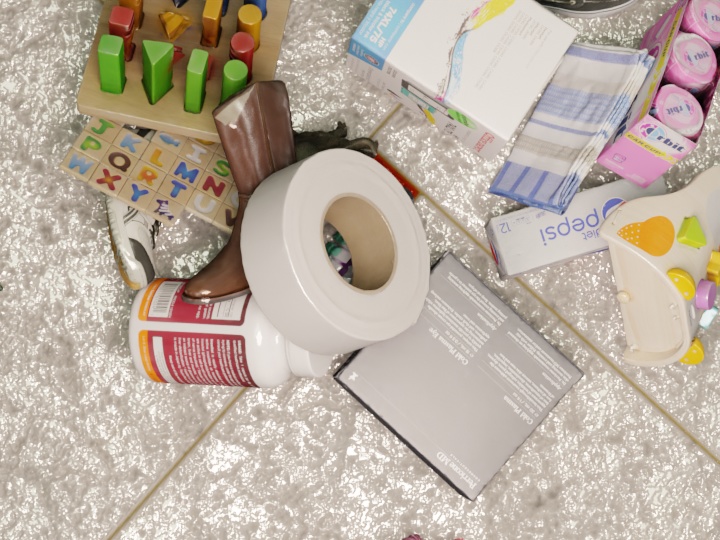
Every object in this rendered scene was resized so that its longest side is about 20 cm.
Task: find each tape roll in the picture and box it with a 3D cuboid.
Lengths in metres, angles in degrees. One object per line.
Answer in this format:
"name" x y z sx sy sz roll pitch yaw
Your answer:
"tape roll" -0.022 -0.018 1.624 0.202 0.071 0.203 18 62 -39

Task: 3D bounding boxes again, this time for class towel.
"towel" 0.225 -0.159 1.747 0.024 0.147 0.200 33 85 -30

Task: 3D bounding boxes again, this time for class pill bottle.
"pill bottle" -0.133 0.066 1.690 0.199 0.113 0.113 2 85 20

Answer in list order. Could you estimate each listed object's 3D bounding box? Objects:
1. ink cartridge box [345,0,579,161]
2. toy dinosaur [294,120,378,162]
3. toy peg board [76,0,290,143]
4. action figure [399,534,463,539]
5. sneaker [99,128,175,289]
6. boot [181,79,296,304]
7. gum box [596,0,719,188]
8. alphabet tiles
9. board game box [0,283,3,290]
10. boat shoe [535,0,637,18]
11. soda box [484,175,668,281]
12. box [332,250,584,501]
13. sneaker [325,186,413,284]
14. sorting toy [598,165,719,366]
"ink cartridge box" 0.107 -0.240 1.740 0.200 0.147 0.146 33 84 1
"toy dinosaur" -0.044 -0.122 1.733 0.102 0.200 0.077 -11 114 -26
"toy peg board" -0.185 -0.256 1.720 0.199 0.098 0.200 12 65 -2
"action figure" 0.024 0.338 1.732 0.200 0.134 0.149 -30 45 -17
"sneaker" -0.231 -0.074 1.719 0.087 0.076 0.200 -8 61 -12
"boot" -0.129 -0.085 1.636 0.186 0.064 0.201 -34 125 -41
"gum box" 0.335 -0.202 1.733 0.066 0.114 0.200 28 61 -8
"alphabet tiles" -0.202 -0.112 1.723 0.200 0.008 0.167 27 41 -5
"board game box" -0.480 -0.046 1.756 0.105 0.023 0.200 -26 88 -3
"boat shoe" 0.221 -0.323 1.797 0.199 0.057 0.069 2 85 -3
"soda box" 0.242 -0.050 1.773 0.199 0.063 0.068 -17 85 -4
"box" 0.102 0.114 1.733 0.200 0.104 0.182 43 84 1
"sneaker" 0.000 0.000 1.764 0.200 0.074 0.088 -46 106 2
"sorting toy" 0.353 -0.015 1.728 0.107 0.200 0.180 18 54 34
